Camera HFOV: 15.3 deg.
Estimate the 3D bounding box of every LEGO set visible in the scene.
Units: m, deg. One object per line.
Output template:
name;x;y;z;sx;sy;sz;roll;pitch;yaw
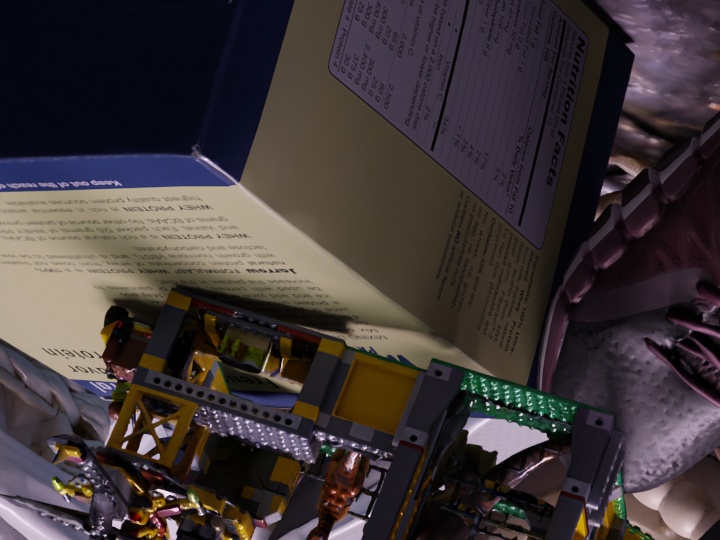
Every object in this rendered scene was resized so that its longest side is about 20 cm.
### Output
LEGO set;-0.006;0.097;0.815;0.199;0.116;0.154;20;158;7

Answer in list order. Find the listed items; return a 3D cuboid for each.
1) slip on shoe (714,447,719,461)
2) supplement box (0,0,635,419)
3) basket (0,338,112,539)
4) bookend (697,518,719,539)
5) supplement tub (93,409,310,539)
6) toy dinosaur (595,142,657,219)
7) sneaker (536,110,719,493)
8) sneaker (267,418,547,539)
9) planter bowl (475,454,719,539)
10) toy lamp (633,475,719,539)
slip on shoe;0.234;0.073;1.097;0.199;0.076;0.061;13;169;31
supplement box;-0.053;-0.052;0.855;0.199;0.135;0.200;1;157;37
basket;-0.201;0.037;1.045;0.199;0.124;0.136;-4;148;35
bookend;0.228;0.096;0.836;0.198;0.093;0.200;-1;155;-18
supplement tub;-0.088;0.070;1.217;0.144;0.145;0.200;3;158;32
toy dinosaur;0.114;-0.005;0.984;0.101;0.058;0.200;15;162;-4
sneaker;0.118;0.005;0.769;0.075;0.200;0.116;25;-156;-15
sneaker;0.010;0.061;1.143;0.070;0.100;0.200;3;148;-37
planter bowl;0.108;0.162;1.209;0.199;0.201;0.135;12;173;7
toy lamp;0.133;0.098;1.121;0.200;0.058;0.058;41;172;24
